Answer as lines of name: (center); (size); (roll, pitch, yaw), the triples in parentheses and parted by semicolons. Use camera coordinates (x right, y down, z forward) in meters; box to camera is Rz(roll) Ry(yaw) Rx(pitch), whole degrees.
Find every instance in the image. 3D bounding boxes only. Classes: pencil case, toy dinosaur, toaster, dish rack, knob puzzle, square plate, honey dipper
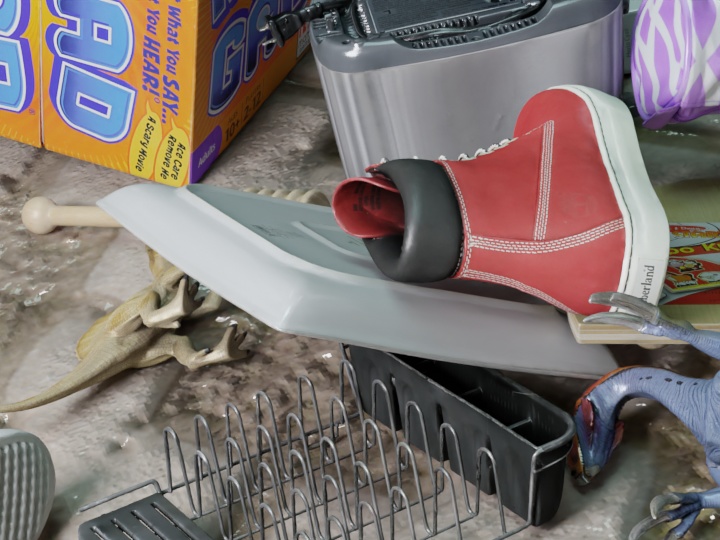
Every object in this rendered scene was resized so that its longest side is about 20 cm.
pencil case: (0.242, -0.108, 1.134); (0.199, 0.086, 0.084); (3, -15, -11)
toy dinosaur: (-0.114, 0.033, 1.118); (0.101, 0.058, 0.200); (-11, 26, 34)
toaster: (0.054, -0.096, 1.178); (0.199, 0.129, 0.114); (-13, 29, -2)
toy dinosaur: (0.173, 0.085, 0.923); (0.200, 0.105, 0.181); (18, 5, -24)
dish rack: (-0.021, 0.096, 0.946); (0.200, 0.055, 0.153); (-21, 30, -28)
knob puzzle: (0.184, 0.000, 1.061); (0.219, 0.031, 0.220); (-1, 22, 0)
square plate: (0.000, 0.000, 1.030); (0.198, 0.029, 0.200); (10, 12, -34)
honey dipper: (-0.111, -0.029, 1.222); (0.199, 0.038, 0.038); (2, 33, 27)

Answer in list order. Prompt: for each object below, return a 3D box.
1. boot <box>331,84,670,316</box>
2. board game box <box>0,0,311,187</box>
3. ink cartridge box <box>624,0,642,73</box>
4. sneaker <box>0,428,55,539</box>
boot: (0.056, -0.045, 1.016); (0.144, 0.073, 0.200); (8, 23, -8)
board game box: (-0.150, -0.205, 1.322); (0.199, 0.200, 0.200); (17, 38, 14)
ink cartridge box: (0.131, -0.174, 1.360); (0.199, 0.047, 0.160); (-8, 31, 4)
sneaker: (-0.239, 0.127, 0.971); (0.114, 0.073, 0.200); (13, 39, 41)
